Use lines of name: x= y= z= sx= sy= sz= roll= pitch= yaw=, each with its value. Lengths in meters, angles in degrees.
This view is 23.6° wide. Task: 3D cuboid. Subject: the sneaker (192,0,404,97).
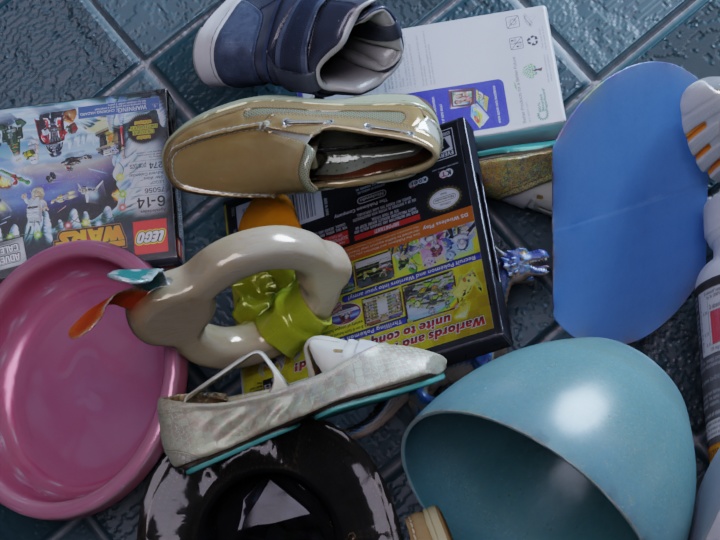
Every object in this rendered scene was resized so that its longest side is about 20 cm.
sneaker: x=-0.015 y=-0.206 z=1.273 sx=0.146 sy=0.077 sz=0.203 roll=9 pitch=57 yaw=36

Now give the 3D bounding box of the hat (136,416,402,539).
hat: x=-0.056 y=0.196 z=1.204 sx=0.199 sy=0.081 sz=0.202 roll=-1 pitch=82 yaw=8

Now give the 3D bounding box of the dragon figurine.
dragon figurine: x=0.054 y=0.053 z=1.241 sx=0.199 sy=0.059 sz=0.100 roll=-23 pitch=72 yaw=2

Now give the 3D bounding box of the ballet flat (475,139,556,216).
ballet flat: x=0.163 y=-0.074 z=1.266 sx=0.199 sy=0.071 sz=0.071 roll=-14 pitch=73 yaw=2

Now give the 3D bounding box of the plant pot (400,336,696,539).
plant pot: x=0.147 y=0.124 z=1.156 sx=0.200 sy=0.200 sz=0.135 roll=35 pitch=59 yaw=14

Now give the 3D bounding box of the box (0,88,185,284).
box: x=-0.237 y=-0.058 z=1.316 sx=0.199 sy=0.040 sz=0.138 roll=-7 pitch=74 yaw=4

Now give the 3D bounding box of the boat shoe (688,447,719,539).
boat shoe: x=0.246 y=0.193 z=1.126 sx=0.068 sy=0.074 sz=0.200 roll=13 pitch=119 yaw=4

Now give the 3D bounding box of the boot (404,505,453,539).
boot: x=0.001 y=0.260 z=1.115 sx=0.154 sy=0.073 sz=0.201 roll=-7 pitch=95 yaw=3

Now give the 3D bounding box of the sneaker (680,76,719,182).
sneaker: x=0.303 y=-0.098 z=1.221 sx=0.199 sy=0.078 sz=0.078 roll=21 pitch=57 yaw=-31

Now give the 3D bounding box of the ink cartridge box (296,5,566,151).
ink cartridge box: x=0.051 y=-0.135 z=1.307 sx=0.199 sy=0.039 sz=0.100 roll=-8 pitch=73 yaw=3

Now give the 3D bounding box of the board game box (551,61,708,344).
board game box: x=0.177 y=-0.048 z=1.204 sx=0.157 sy=0.201 sz=0.039 roll=-18 pitch=24 yaw=-35

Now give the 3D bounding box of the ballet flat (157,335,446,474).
ballet flat: x=-0.042 y=0.076 z=1.145 sx=0.199 sy=0.067 sz=0.063 roll=-20 pitch=88 yaw=0

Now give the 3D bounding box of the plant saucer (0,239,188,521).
plant saucer: x=-0.200 y=0.081 z=1.239 sx=0.200 sy=0.051 sz=0.202 roll=-9 pitch=72 yaw=29

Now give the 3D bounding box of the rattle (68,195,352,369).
rattle: x=-0.115 y=-0.014 z=1.162 sx=0.199 sy=0.130 sz=0.144 roll=0 pitch=64 yaw=-29

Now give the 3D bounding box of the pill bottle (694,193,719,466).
pill bottle: x=0.291 y=0.048 z=1.187 sx=0.116 sy=0.116 sz=0.201 roll=-3 pitch=74 yaw=5

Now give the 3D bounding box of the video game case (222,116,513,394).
video game case: x=0.000 y=0.000 z=1.234 sx=0.199 sy=0.026 sz=0.182 roll=-18 pitch=58 yaw=17

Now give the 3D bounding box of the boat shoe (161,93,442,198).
boat shoe: x=-0.042 y=-0.082 z=1.198 sx=0.199 sy=0.076 sz=0.072 roll=-10 pitch=117 yaw=3
